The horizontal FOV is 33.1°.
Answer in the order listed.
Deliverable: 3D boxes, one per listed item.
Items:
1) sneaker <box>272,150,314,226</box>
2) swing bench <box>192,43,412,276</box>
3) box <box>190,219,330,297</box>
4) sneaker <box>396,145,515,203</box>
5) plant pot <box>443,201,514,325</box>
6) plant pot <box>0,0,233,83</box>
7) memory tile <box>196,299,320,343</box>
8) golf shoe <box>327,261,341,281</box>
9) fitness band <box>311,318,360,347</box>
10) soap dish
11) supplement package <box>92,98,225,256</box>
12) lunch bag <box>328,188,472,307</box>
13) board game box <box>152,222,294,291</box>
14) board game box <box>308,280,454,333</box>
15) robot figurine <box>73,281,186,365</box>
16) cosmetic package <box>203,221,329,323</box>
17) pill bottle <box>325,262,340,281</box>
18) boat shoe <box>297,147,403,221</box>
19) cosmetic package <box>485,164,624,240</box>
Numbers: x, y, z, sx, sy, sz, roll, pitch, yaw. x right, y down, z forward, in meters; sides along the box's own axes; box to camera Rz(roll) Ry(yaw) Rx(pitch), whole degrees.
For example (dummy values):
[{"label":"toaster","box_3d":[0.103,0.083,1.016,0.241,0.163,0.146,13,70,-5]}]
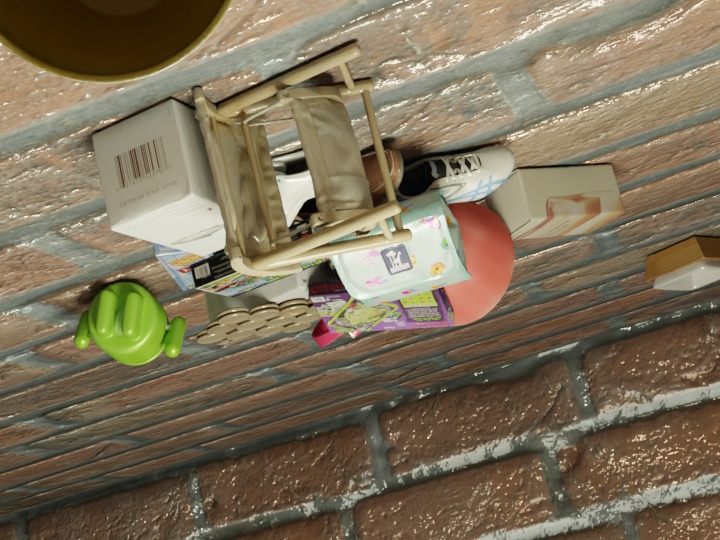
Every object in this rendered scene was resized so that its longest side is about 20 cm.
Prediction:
[{"label":"sneaker","box_3d":[-0.109,-0.109,1.592,0.199,0.076,0.088,-35,146,24]},{"label":"swing bench","box_3d":[-0.065,-0.114,1.340,0.197,0.202,0.130,-15,166,5]},{"label":"box","box_3d":[-0.129,-0.015,1.721,0.198,0.035,0.110,-21,164,21]},{"label":"sneaker","box_3d":[0.127,-0.134,1.715,0.197,0.073,0.073,-17,158,-3]},{"label":"plant pot","box_3d":[0.112,-0.034,1.858,0.199,0.203,0.177,-22,152,28]},{"label":"plant pot","box_3d":[-0.179,-0.237,0.864,0.197,0.203,0.142,-13,-169,-4]},{"label":"memory tile","box_3d":[-0.147,0.076,1.887,0.197,0.017,0.153,-6,163,-28]},{"label":"golf shoe","box_3d":[0.000,0.000,1.868,0.076,0.089,0.202,0,132,19]},{"label":"fitness band","box_3d":[0.002,0.059,2.058,0.199,0.038,0.144,-41,-168,-7]},{"label":"soap dish","box_3d":[0.745,-0.016,2.711,0.198,0.082,0.156,1,159,-46]},{"label":"supplement package","box_3d":[-0.201,-0.102,1.414,0.116,0.119,0.199,-21,164,21]},{"label":"lunch bag","box_3d":[0.053,-0.031,1.654,0.168,0.124,0.200,-15,165,9]},{"label":"board game box","box_3d":[-0.211,-0.043,1.731,0.197,0.063,0.200,-18,166,12]},{"label":"board game box","box_3d":[0.033,0.051,1.813,0.197,0.033,0.121,-4,144,16]},{"label":"robot figurine","box_3d":[-0.369,0.087,1.944,0.172,0.118,0.200,2,167,1]},{"label":"cosmetic package","box_3d":[-0.152,0.010,1.886,0.198,0.115,0.081,-22,164,34]},{"label":"pill bottle","box_3d":[-0.070,0.016,1.984,0.198,0.112,0.111,-19,165,16]},{"label":"boat shoe","box_3d":[-0.022,-0.111,1.647,0.071,0.077,0.199,3,155,-44]},{"label":"cosmetic package","box_3d":[0.312,-0.109,1.943,0.197,0.089,0.103,-6,164,-30]}]
